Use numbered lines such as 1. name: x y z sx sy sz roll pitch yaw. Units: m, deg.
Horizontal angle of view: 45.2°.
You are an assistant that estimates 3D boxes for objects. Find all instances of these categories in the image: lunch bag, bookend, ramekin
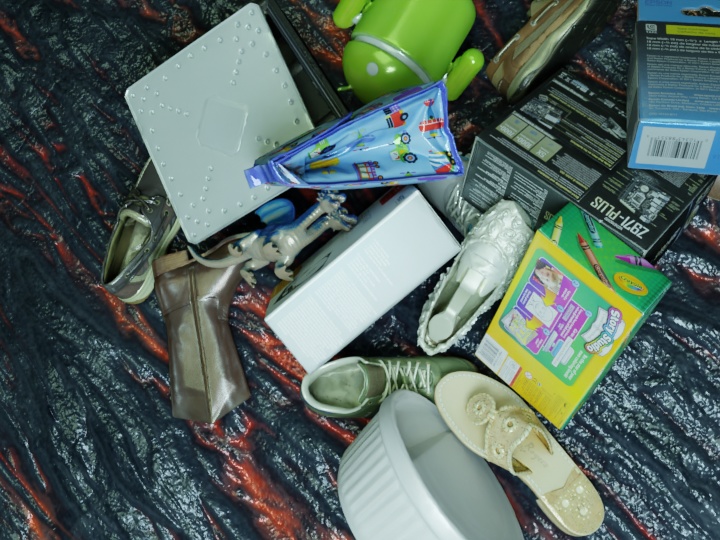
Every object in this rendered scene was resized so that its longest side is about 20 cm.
1. lunch bag: -0.019 -0.114 0.862 0.197 0.150 0.096 -18 102 -12
2. bookend: -0.124 -0.182 1.037 0.198 0.092 0.201 -35 70 8
3. ramekin: 0.062 0.224 0.836 0.094 0.202 0.204 -39 69 16

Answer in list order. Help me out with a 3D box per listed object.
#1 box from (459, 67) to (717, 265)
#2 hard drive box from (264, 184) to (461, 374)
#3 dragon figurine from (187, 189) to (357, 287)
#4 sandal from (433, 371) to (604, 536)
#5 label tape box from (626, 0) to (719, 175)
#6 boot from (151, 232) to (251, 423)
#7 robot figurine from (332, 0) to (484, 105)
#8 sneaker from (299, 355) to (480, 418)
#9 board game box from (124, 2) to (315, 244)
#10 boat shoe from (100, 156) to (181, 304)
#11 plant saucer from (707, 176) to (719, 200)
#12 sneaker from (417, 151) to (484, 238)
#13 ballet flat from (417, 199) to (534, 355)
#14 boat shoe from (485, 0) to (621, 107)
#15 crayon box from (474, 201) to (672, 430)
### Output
1. box: 0.230 -0.089 0.872 0.199 0.087 0.163 37 55 20
2. hard drive box: 0.000 0.000 0.916 0.199 0.156 0.077 -39 99 4
3. dragon figurine: -0.093 -0.037 0.947 0.197 0.059 0.100 -9 33 40
4. sandal: 0.165 0.171 0.854 0.077 0.070 0.212 -42 80 -19
5. label tape box: 0.340 -0.185 0.853 0.141 0.064 0.202 6 50 10
6. boot: -0.146 0.068 1.005 0.183 0.064 0.204 -15 77 10
7. robot figurine: 0.055 -0.268 0.990 0.174 0.116 0.202 32 86 -9
8. sneaker: 0.027 0.125 0.919 0.196 0.090 0.069 -7 74 15
9. board game box: -0.153 -0.164 0.987 0.198 0.026 0.203 -27 84 19
10. boat shoe: -0.265 -0.061 1.066 0.072 0.065 0.204 9 79 20
11. plant saucer: 0.406 -0.172 0.903 0.196 0.037 0.205 -4 75 16
12. sneaker: 0.129 -0.059 0.923 0.199 0.086 0.076 36 128 23
13. ballet flat: 0.112 0.019 0.878 0.072 0.071 0.201 48 136 21
14. boat shoe: 0.217 -0.277 0.966 0.200 0.076 0.074 -48 66 1
15. crayon box: 0.196 0.049 0.831 0.118 0.202 0.058 41 53 20
